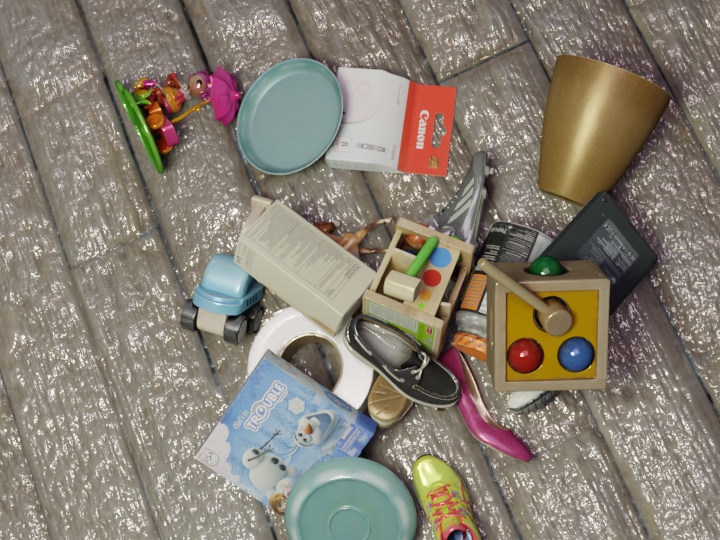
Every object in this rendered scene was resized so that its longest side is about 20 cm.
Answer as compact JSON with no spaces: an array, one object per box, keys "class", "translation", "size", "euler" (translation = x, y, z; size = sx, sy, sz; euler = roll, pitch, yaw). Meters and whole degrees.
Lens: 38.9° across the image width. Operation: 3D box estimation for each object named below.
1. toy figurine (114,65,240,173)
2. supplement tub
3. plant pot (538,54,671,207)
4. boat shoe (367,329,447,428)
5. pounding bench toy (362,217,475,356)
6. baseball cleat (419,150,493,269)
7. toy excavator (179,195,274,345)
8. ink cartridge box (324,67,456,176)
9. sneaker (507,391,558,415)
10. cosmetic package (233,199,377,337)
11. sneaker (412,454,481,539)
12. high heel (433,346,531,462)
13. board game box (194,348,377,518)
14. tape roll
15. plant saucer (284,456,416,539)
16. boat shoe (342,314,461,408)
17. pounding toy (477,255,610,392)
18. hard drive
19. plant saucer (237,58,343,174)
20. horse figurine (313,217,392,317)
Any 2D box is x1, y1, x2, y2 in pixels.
[{"class":"toy figurine","translation":[-0.294,-0.283,1.713],"size":[0.183,0.151,0.200],"euler":[-26,50,-13]},{"class":"supplement tub","translation":[0.219,0.038,1.551],"size":[0.121,0.123,0.202],"euler":[21,81,12]},{"class":"plant pot","translation":[0.353,-0.204,1.575],"size":[0.185,0.186,0.202],"euler":[23,94,12]},{"class":"boat shoe","translation":[0.069,0.156,1.571],"size":[0.073,0.069,0.201],"euler":[28,61,14]},{"class":"pounding bench toy","translation":[0.089,0.004,1.493],"size":[0.123,0.200,0.157],"euler":[22,69,10]},{"class":"baseball cleat","translation":[0.150,-0.098,1.620],"size":[0.105,0.070,0.203],"euler":[8,77,9]},{"class":"toy excavator","translation":[-0.192,-0.006,1.619],"size":[0.099,0.194,0.202],"euler":[17,107,11]},{"class":"ink cartridge box","translation":[0.050,-0.245,1.680],"size":[0.197,0.057,0.165],"euler":[5,77,14]},{"class":"sneaker","translation":[0.285,0.135,1.553],"size":[0.087,0.075,0.200],"euler":[37,75,21]},{"class":"cosmetic package","translation":[-0.084,-0.004,1.549],"size":[0.199,0.071,0.105],"euler":[38,56,9]},{"class":"sneaker","translation":[0.134,0.362,1.501],"size":[0.078,0.090,0.202],"euler":[-27,73,2]},{"class":"high heel","translation":[0.190,0.203,1.545],"size":[0.199,0.067,0.097],"euler":[34,94,27]},{"class":"board game box","translation":[-0.112,0.252,1.516],"size":[0.198,0.043,0.201],"euler":[34,107,-4]},{"class":"tape roll","translation":[-0.074,0.154,1.589],"size":[0.200,0.071,0.205],"euler":[-2,77,8]},{"class":"plant saucer","translation":[-0.016,0.373,1.504],"size":[0.197,0.027,0.203],"euler":[1,105,4]},{"class":"boat shoe","translation":[0.066,0.131,1.500],"size":[0.199,0.060,0.074],"euler":[36,65,2]},{"class":"pounding toy","translation":[0.244,0.061,1.396],"size":[0.182,0.142,0.203],"euler":[-2,106,0]},{"class":"hard drive","translation":[0.337,0.002,1.512],"size":[0.200,0.033,0.140],"euler":[-45,102,-16]},{"class":"plant saucer","translation":[-0.112,-0.250,1.681],"size":[0.198,0.027,0.203],"euler":[-8,73,25]},{"class":"horse figurine","translation":[0.000,0.000,1.627],"size":[0.131,0.050,0.202],"euler":[-10,73,-1]}]
